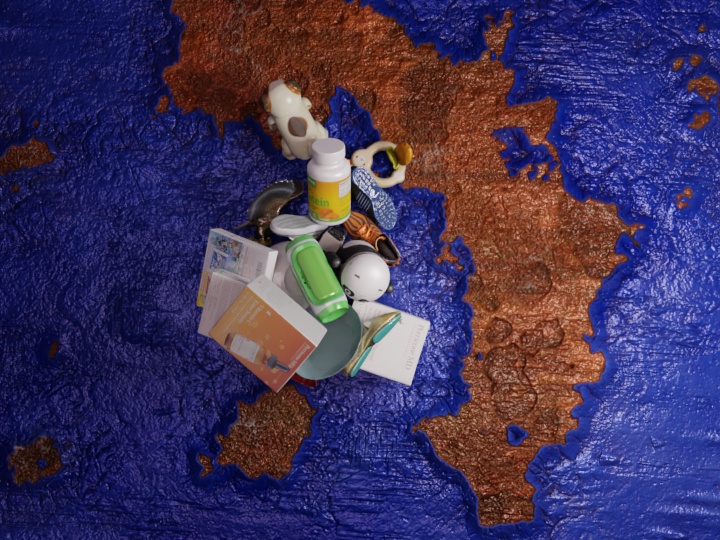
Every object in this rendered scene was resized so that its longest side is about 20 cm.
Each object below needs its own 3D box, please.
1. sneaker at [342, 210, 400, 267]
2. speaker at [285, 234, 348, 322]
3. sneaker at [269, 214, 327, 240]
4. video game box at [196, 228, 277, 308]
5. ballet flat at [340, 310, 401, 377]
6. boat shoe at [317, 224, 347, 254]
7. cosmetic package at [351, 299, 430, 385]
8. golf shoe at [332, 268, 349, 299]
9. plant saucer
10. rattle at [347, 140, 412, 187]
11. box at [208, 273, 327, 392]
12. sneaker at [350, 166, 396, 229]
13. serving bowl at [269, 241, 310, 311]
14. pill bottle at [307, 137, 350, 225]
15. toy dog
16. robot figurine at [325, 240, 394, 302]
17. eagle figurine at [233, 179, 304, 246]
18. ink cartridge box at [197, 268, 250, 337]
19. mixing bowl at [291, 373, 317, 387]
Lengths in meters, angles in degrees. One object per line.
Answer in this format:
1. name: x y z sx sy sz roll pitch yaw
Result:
1. sneaker: 0.032 -0.092 1.525 0.200 0.112 0.078 40 88 4
2. speaker: -0.104 0.019 1.356 0.088 0.088 0.201 -28 73 0
3. sneaker: -0.159 -0.100 1.497 0.073 0.199 0.071 41 118 28
4. video game box: -0.302 0.021 1.399 0.181 0.047 0.202 21 106 20
5. ballet flat: 0.014 0.160 1.372 0.071 0.071 0.200 39 88 4
6. boat shoe: -0.100 -0.036 1.554 0.074 0.093 0.200 38 117 -1
7. cosmetic package: 0.055 0.175 1.482 0.198 0.166 0.169 18 87 2
8. golf shoe: -0.062 0.041 1.547 0.199 0.078 0.095 -38 75 -7
9. plant saucer: -0.078 0.169 1.363 0.199 0.039 0.202 -16 52 21
10. rattle: 0.027 -0.284 1.528 0.198 0.143 0.132 5 107 -4
11. box: -0.201 0.136 1.274 0.200 0.106 0.153 40 106 -1
12. sneaker: 0.024 -0.196 1.547 0.070 0.078 0.201 -42 116 -17
13. serving bowl: -0.162 0.024 1.438 0.198 0.066 0.202 3 84 -26
14. pill bottle: -0.080 -0.226 1.465 0.110 0.112 0.201 3 130 2
15. toy dog: -0.183 -0.390 1.487 0.139 0.195 0.201 -23 125 8
16. robot figurine: -0.002 0.001 1.411 0.149 0.200 0.126 -14 112 -9
17. eagle figurine: -0.233 -0.155 1.528 0.150 0.151 0.202 6 106 -39
18. ink cartridge box: -0.270 0.104 1.357 0.198 0.050 0.162 19 106 3
19. mixing bowl: -0.168 0.198 1.492 0.199 0.200 0.109 33 65 4
